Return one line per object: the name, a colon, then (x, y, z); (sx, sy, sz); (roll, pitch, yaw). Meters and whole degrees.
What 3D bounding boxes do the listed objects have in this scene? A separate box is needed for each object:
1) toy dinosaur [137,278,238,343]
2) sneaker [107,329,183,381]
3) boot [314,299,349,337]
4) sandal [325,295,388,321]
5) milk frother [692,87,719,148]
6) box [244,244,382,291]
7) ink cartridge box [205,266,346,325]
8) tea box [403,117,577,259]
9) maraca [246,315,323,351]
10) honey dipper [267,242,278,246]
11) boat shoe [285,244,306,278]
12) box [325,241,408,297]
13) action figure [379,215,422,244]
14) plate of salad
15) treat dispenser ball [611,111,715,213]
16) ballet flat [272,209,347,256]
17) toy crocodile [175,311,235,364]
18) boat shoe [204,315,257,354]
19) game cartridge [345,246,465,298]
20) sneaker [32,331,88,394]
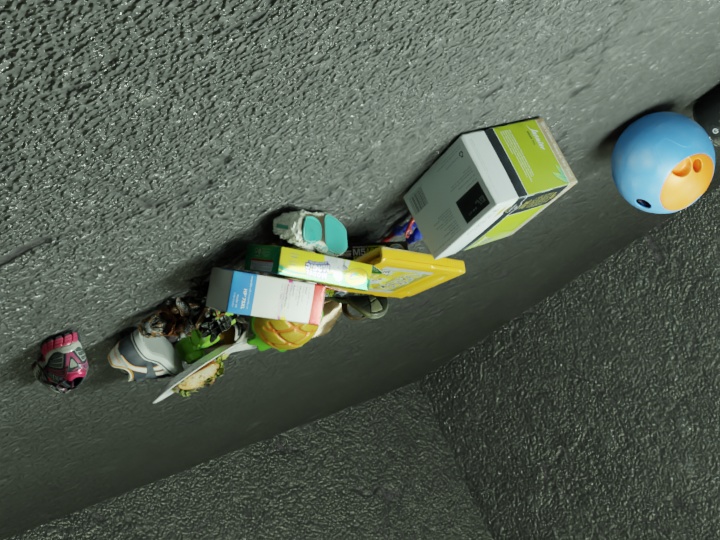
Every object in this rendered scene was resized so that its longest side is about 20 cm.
toy dinosaur: (-0.273, 0.066, 1.594); (0.200, 0.103, 0.135); (-39, -170, -29)
sneaker: (-0.387, 0.157, 1.691); (0.079, 0.079, 0.200); (-30, 159, 2)
boot: (-0.068, 0.091, 2.016); (0.199, 0.076, 0.074); (-20, -179, -22)
sandal: (-0.008, 0.069, 1.915); (0.079, 0.058, 0.200); (-12, -164, -29)
milk frother: (0.820, -0.361, 1.947); (0.188, 0.180, 0.201); (-40, -156, 46)
box: (-0.073, -0.003, 1.507); (0.199, 0.049, 0.117); (9, 178, -34)
ink cartridge box: (-0.135, 0.044, 1.515); (0.198, 0.068, 0.116); (10, 179, -26)
tea box: (0.217, -0.138, 1.591); (0.196, 0.134, 0.200); (-16, 163, -35)
maraca: (-0.146, 0.104, 1.801); (0.136, 0.108, 0.200); (7, 145, -19)
honey dipper: (-0.165, 0.004, 1.619); (0.038, 0.038, 0.200); (-20, 164, -23)
boat shoe: (-0.099, 0.002, 1.660); (0.073, 0.070, 0.200); (-27, 167, 2)
box: (0.000, 0.000, 1.783); (0.159, 0.045, 0.200); (-2, 162, -7)
action figure: (0.103, -0.064, 1.737); (0.065, 0.100, 0.200); (29, 139, -16)
plate of salad: (-0.301, 0.199, 1.770); (0.199, 0.048, 0.200); (-36, 177, -2)
treat dispenser ball: (0.604, -0.215, 1.881); (0.200, 0.202, 0.201); (-25, 167, -6)
ballet flat: (-0.082, -0.063, 1.497); (0.071, 0.072, 0.200); (-29, 164, 14)
toy crocodile: (-0.293, 0.119, 1.741); (0.061, 0.068, 0.200); (-17, 163, -37)
boat shoe: (-0.239, 0.120, 1.858); (0.198, 0.071, 0.070); (-16, 167, -14)
game cartridge: (0.061, 0.009, 1.704); (0.199, 0.033, 0.176); (10, 157, -37)
sneaker: (-0.490, 0.169, 1.546); (0.080, 0.075, 0.200); (-20, 166, -24)
